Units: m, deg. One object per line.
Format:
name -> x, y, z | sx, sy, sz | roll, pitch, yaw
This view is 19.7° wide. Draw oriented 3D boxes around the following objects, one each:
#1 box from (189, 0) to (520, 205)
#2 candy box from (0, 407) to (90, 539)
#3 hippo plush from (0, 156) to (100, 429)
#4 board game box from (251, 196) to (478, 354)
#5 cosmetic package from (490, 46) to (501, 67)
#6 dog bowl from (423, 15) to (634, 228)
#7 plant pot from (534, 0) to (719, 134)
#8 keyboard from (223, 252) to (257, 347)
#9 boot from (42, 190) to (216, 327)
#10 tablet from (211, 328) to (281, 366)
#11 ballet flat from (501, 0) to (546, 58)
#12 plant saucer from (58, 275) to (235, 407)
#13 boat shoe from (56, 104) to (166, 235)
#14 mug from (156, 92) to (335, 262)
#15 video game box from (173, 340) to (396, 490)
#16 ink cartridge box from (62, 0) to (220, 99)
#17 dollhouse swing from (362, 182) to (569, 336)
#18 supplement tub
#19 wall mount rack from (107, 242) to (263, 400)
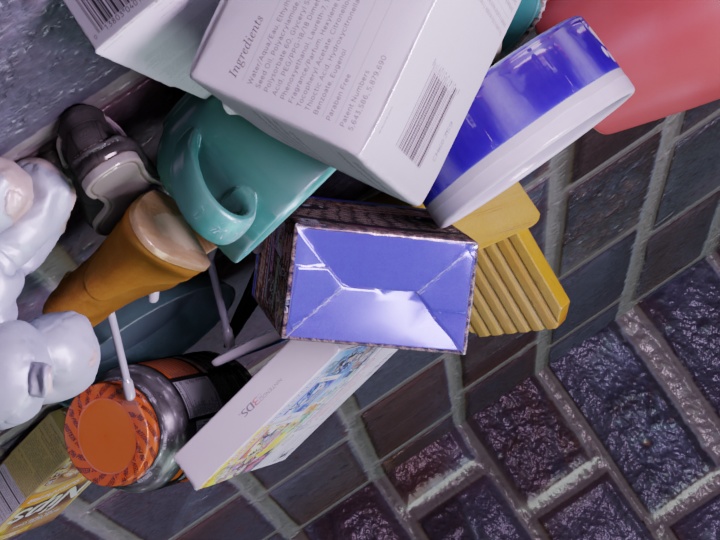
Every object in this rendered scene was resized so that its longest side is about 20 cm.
box -> 0.008, -0.169, 1.362 | 0.201, 0.130, 0.199 | -64, 166, -1
candy box -> -0.325, 0.208, 2.181 | 0.115, 0.055, 0.200 | -17, 157, -52
hippo plush -> -0.256, 0.023, 1.485 | 0.159, 0.161, 0.199 | -43, 164, 34
board game box -> 0.000, 0.000, 1.788 | 0.158, 0.098, 0.200 | 5, -171, -12
cosmetic package -> 0.049, -0.198, 1.609 | 0.103, 0.088, 0.200 | -32, 167, -7
dog bowl -> 0.126, -0.123, 1.727 | 0.199, 0.079, 0.200 | -35, 177, -2
plant pot -> 0.260, -0.223, 1.838 | 0.177, 0.202, 0.200 | -28, 169, 20
keyboard -> -0.102, -0.001, 1.983 | 0.104, 0.039, 0.200 | -56, 180, -24
boot -> -0.186, 0.004, 1.595 | 0.143, 0.071, 0.201 | -32, 176, 10
tablet -> -0.052, 0.051, 1.976 | 0.129, 0.014, 0.200 | -24, 177, 21
ballet flat -> 0.095, -0.205, 1.779 | 0.072, 0.072, 0.200 | -21, 163, -44
plant saucer -> -0.212, 0.059, 1.983 | 0.199, 0.036, 0.200 | -32, 166, -9
boat shoe -> -0.189, -0.077, 1.558 | 0.067, 0.057, 0.200 | -29, 171, -7
mug -> -0.079, -0.098, 1.533 | 0.152, 0.114, 0.185 | -43, 180, -1
video game box -> -0.059, 0.114, 1.926 | 0.200, 0.047, 0.182 | -45, 169, 20
ink cartridge box -> -0.110, -0.178, 1.384 | 0.109, 0.051, 0.200 | -37, 167, 10
dollhouse swing -> 0.074, 0.006, 2.038 | 0.181, 0.177, 0.199 | -24, -171, -36
supplement tub -> -0.190, 0.145, 1.993 | 0.122, 0.123, 0.200 | -40, 165, 24
wall mount rack -> -0.164, 0.022, 1.858 | 0.199, 0.075, 0.174 | -26, 157, -30
